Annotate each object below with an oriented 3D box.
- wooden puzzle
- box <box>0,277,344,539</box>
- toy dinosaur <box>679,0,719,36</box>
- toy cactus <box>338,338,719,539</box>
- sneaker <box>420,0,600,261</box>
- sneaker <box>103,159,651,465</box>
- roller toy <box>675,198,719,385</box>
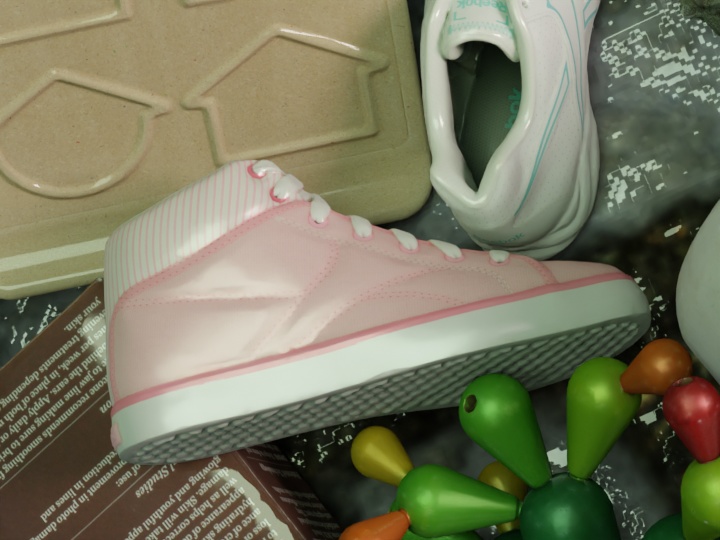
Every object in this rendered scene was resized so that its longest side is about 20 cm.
[{"bbox_3d":[-0.076,-0.098,1.080,0.184,0.046,0.201,-12,121,-2],"label":"wooden puzzle"},{"bbox_3d":[-0.064,0.110,1.099,0.100,0.075,0.200,-41,71,9],"label":"box"},{"bbox_3d":[0.087,-0.179,1.072,0.200,0.047,0.088,42,54,-10],"label":"toy dinosaur"},{"bbox_3d":[0.083,0.111,1.024,0.200,0.102,0.165,-21,107,45],"label":"toy cactus"},{"bbox_3d":[0.057,-0.107,1.083,0.070,0.080,0.201,-4,81,19],"label":"sneaker"},{"bbox_3d":[0.000,0.000,1.050,0.199,0.075,0.105,-12,71,0],"label":"sneaker"},{"bbox_3d":[0.213,0.003,0.963,0.200,0.183,0.140,-35,71,-14],"label":"roller toy"}]
